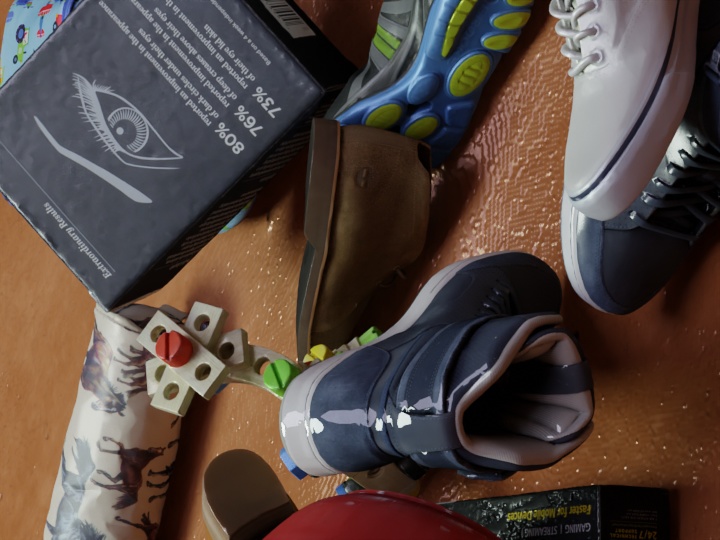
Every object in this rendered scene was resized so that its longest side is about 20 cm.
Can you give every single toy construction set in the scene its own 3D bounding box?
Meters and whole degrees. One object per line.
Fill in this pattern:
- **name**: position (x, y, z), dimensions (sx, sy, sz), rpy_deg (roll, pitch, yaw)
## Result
- **toy construction set**: position (-0.026, 0.070, 1.508), dimensions (0.092, 0.199, 0.131), rpy_deg (-47, 51, 21)

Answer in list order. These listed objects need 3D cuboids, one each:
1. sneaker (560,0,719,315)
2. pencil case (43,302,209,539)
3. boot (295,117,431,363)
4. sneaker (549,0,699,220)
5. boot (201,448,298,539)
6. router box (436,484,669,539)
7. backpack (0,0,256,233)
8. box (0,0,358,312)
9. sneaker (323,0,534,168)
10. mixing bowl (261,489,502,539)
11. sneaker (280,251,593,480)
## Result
- **sneaker**: position (0.171, -0.047, 1.295), dimensions (0.146, 0.076, 0.203), rpy_deg (51, 126, 55)
- **pencil case**: position (-0.157, 0.121, 1.824), dimensions (0.077, 0.089, 0.201), rpy_deg (19, 102, 31)
- **boot**: position (0.000, 0.000, 1.592), dimensions (0.074, 0.075, 0.201), rpy_deg (-91, 7, -47)
- **sneaker**: position (0.117, -0.121, 1.276), dimensions (0.073, 0.070, 0.201), rpy_deg (-30, 41, 57)
- **boot**: position (-0.032, 0.208, 1.558), dimensions (0.155, 0.073, 0.201), rpy_deg (81, 169, -66)
- **router box**: position (0.084, 0.192, 1.413), dimensions (0.200, 0.051, 0.150), rpy_deg (-16, 72, 58)
- **backpack**: position (-0.141, -0.111, 1.793), dimensions (0.200, 0.134, 0.184), rpy_deg (9, 92, 57)
- **box**: position (-0.121, -0.097, 1.658), dimensions (0.200, 0.104, 0.148), rpy_deg (-43, 85, 16)
- **sneaker**: position (0.039, -0.127, 1.563), dimensions (0.200, 0.070, 0.083), rpy_deg (-54, 26, 38)
- **mixing bowl**: position (0.015, 0.176, 1.327), dimensions (0.200, 0.200, 0.109), rpy_deg (-20, 43, 57)
- **sneaker**: position (0.076, 0.043, 1.357), dimensions (0.146, 0.202, 0.077), rpy_deg (-9, 108, 43)
